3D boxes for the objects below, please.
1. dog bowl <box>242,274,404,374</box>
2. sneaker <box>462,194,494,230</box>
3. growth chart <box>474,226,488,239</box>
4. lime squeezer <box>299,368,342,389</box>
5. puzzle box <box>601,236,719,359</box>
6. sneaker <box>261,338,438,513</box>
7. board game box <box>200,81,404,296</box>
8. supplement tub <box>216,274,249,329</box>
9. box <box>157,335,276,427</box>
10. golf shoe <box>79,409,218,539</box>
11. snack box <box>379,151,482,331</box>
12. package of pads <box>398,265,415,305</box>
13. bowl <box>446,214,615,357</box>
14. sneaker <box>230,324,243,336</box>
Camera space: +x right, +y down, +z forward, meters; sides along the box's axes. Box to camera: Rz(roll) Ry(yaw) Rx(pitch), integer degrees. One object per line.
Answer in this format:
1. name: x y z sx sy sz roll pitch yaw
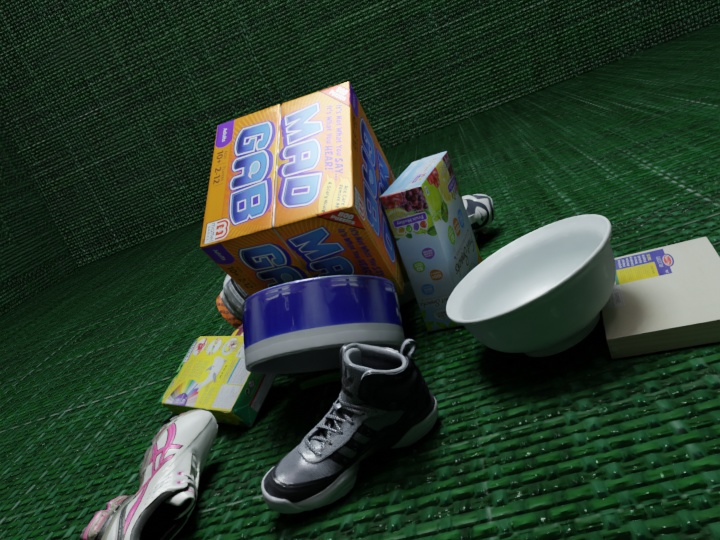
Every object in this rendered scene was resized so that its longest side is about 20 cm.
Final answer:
1. dog bowl: -0.046 0.072 0.735 0.196 0.080 0.200 -8 -16 -2
2. sneaker: 0.136 -0.088 1.094 0.196 0.081 0.129 2 17 34
3. growth chart: 0.143 -0.044 1.127 0.198 0.018 0.144 -28 17 -22
4. lime squeezer: -0.007 0.143 0.734 0.199 0.038 0.071 9 66 59
5. puzzle box: 0.333 0.024 0.655 0.131 0.026 0.200 -15 18 24
6. sneaker: -0.017 0.140 0.576 0.198 0.116 0.075 -27 32 -20
7. board game box: -0.067 -0.083 0.800 0.196 0.201 0.203 -13 56 17
8. supplement tub: -0.163 0.011 1.073 0.200 0.122 0.123 -46 12 13
9. box: -0.203 0.153 0.846 0.197 0.048 0.119 -4 49 41
10. golf shoe: -0.198 0.232 0.632 0.090 0.074 0.201 -6 32 26
11. snack box: 0.110 -0.045 0.846 0.067 0.203 0.169 -11 21 26
12. package of pads: -0.020 0.040 0.988 0.197 0.069 0.154 -25 18 -11
13. bowl: 0.201 0.030 0.661 0.199 0.091 0.201 -33 10 7
14. sneaker: -0.152 0.122 0.917 0.090 0.076 0.199 -38 15 -21
